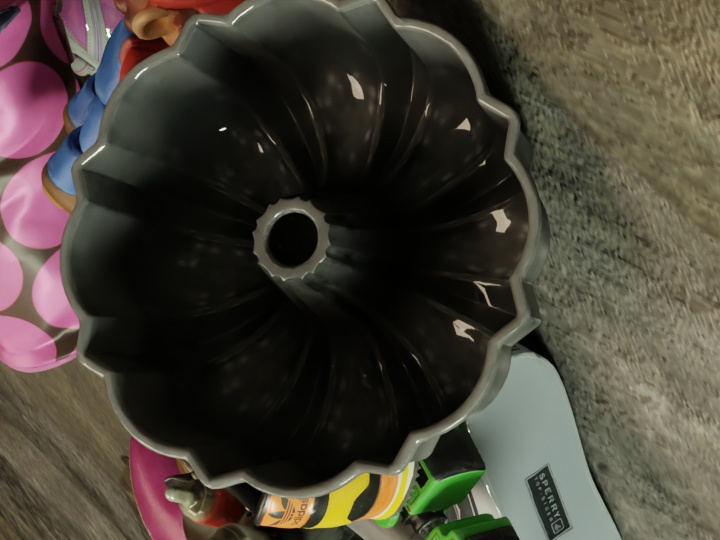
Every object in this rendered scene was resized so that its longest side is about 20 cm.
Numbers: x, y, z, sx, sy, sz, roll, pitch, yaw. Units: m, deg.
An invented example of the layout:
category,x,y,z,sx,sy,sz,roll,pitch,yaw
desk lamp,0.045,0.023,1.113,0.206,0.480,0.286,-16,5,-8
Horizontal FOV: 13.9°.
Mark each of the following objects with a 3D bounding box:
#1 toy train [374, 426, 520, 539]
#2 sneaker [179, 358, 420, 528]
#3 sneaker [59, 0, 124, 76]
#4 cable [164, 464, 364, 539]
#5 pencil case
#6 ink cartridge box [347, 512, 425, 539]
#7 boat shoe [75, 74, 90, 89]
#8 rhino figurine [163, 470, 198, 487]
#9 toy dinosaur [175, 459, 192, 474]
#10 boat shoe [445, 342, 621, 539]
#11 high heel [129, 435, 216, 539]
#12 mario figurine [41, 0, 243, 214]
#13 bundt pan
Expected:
category,x,y,z,sx,sy,sz,roll,pitch,yaw
toy train,0.023,0.080,1.264,0.200,0.042,0.056,62,145,23
sneaker,-0.064,0.038,1.258,0.200,0.090,0.070,44,126,33
sneaker,-0.152,-0.144,1.489,0.081,0.088,0.200,37,154,52
cable,-0.030,0.137,1.471,0.097,0.050,0.200,39,-178,32
pencil case,-0.166,-0.052,1.444,0.091,0.094,0.200,41,152,53
ink cartridge box,0.010,0.123,1.466,0.162,0.050,0.200,39,165,-13
boat shoe,-0.144,-0.053,1.575,0.072,0.066,0.201,101,157,-43
rhino figurine,-0.040,0.122,1.576,0.087,0.060,0.200,46,-167,27
toy dinosaur,-0.103,0.025,1.607,0.106,0.060,0.200,-13,83,62
boat shoe,0.066,0.113,1.327,0.068,0.074,0.199,29,147,53
high heel,-0.059,0.163,1.670,0.200,0.067,0.096,61,154,-1
mario figurine,-0.072,-0.092,1.316,0.123,0.106,0.200,67,148,24
bundt pan,-0.014,-0.007,1.167,0.202,0.202,0.076,53,-168,19
